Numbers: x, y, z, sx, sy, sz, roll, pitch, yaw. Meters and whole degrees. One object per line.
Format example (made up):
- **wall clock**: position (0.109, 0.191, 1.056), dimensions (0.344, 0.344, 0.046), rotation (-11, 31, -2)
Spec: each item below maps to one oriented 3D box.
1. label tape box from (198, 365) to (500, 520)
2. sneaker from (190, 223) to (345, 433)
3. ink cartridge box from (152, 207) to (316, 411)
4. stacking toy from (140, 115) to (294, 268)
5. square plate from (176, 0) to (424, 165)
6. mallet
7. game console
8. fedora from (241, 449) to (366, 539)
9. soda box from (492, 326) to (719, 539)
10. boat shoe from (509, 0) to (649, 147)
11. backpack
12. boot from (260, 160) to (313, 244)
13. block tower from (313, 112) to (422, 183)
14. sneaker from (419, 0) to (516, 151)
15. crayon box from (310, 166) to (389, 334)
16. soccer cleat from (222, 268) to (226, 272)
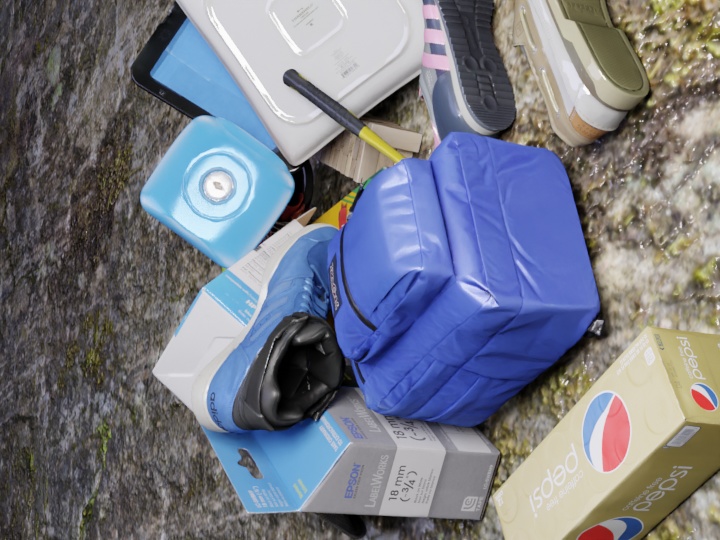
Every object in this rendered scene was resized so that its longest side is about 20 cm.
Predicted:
- **label tape box**: position (-0.011, 0.131, 1.031), dimensions (0.144, 0.198, 0.064), rotation (45, 124, 58)
- **sneaker**: position (-0.041, 0.044, 1.018), dimensions (0.110, 0.077, 0.201), rotation (-2, 43, 46)
- **ink cartridge box**: position (-0.087, 0.034, 1.171), dimensions (0.068, 0.200, 0.116), rotation (40, 126, 6)
- **stacking toy**: position (-0.125, -0.058, 1.236), dimensions (0.110, 0.116, 0.200), rotation (-54, -5, -8)
- **square plate**: position (-0.043, -0.225, 1.149), dimensions (0.199, 0.199, 0.028), rotation (-34, 3, 19)
- **mallet**: position (0.013, -0.110, 1.114), dimensions (0.200, 0.066, 0.041), rotation (41, 99, 30)
- **game console**: position (-0.098, -0.222, 1.199), dimensions (0.117, 0.199, 0.177), rotation (-48, -16, -40)
- **fedora**: position (-0.046, 0.148, 1.189), dimensions (0.091, 0.176, 0.200), rotation (-52, 19, -4)
- **soda box**: position (0.162, 0.123, 0.830), dimensions (0.201, 0.063, 0.068), rotation (-57, 36, 42)
- **boat shoe**: position (0.138, -0.180, 0.941), dimensions (0.068, 0.074, 0.202), rotation (-49, 43, 41)
- **backpack**: position (0.057, 0.012, 0.966), dimensions (0.200, 0.166, 0.164), rotation (124, 150, -49)
- **boot**: position (-0.083, -0.021, 1.318), dimensions (0.144, 0.071, 0.203), rotation (-161, 76, -84)
- **block tower**: position (-0.011, -0.127, 1.264), dimensions (0.200, 0.053, 0.059), rotation (-147, 66, -63)
- **sneaker**: position (0.070, -0.186, 1.089), dimensions (0.082, 0.069, 0.202), rotation (-41, 47, 49)
- **crayon box**: position (0.000, 0.000, 1.214), dimensions (0.200, 0.050, 0.129), rotation (145, 127, -58)
- **soccer cleat**: position (-0.117, -0.068, 1.465), dimensions (0.081, 0.067, 0.202), rotation (-105, 31, -62)
